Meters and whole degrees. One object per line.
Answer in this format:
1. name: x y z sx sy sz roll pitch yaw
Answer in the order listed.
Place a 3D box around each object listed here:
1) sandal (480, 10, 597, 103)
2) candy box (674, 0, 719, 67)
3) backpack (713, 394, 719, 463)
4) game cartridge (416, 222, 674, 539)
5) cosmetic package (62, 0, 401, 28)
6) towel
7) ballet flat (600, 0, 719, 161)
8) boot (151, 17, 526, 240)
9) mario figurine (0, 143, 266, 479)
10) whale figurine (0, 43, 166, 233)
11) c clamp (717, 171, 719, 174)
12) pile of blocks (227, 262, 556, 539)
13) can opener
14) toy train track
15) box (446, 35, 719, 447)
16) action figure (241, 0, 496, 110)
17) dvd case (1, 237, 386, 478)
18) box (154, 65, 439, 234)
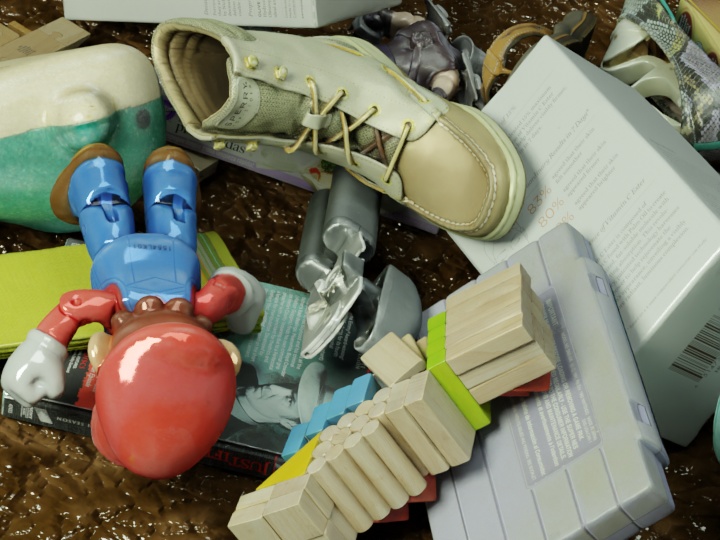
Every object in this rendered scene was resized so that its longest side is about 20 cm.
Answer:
1. sandal: 0.108 -0.131 1.503 0.054 0.082 0.200 24 24 6
2. candy box: 0.296 -0.112 1.594 0.115 0.056 0.200 -2 40 -17
3. backpack: 0.288 0.073 1.246 0.199 0.178 0.151 1 36 -18
4. game cartridge: 0.087 0.076 1.230 0.129 0.038 0.201 -29 41 16
5. cosmetic package: -0.085 -0.204 1.505 0.199 0.085 0.107 5 17 34
6. towel: -0.158 0.016 1.291 0.199 0.018 0.086 -7 37 -23
7. ballet flat: 0.199 -0.132 1.580 0.072 0.072 0.201 -1 31 -18
8. boot: -0.014 -0.081 1.330 0.154 0.072 0.200 6 26 -44
9. mario figurine: -0.117 0.032 1.234 0.123 0.106 0.201 -21 46 11
10. whale figurine: -0.195 -0.062 1.328 0.158 0.104 0.200 -4 14 40
11. c clamp: 0.171 -0.044 1.490 0.200 0.027 0.171 34 40 27
12. pile of blocks: 0.024 0.084 1.215 0.200 0.062 0.082 -38 26 -2
13. can opener: 0.000 0.000 1.341 0.067 0.053 0.200 34 21 -11
14. toy train track: -0.177 -0.103 1.466 0.199 0.033 0.115 31 33 15
15. box: 0.144 -0.018 1.344 0.097 0.125 0.200 23 22 -45
16. action figure: -0.001 -0.130 1.524 0.199 0.070 0.130 0 31 -23
17. dvd case: -0.082 0.051 1.295 0.199 0.022 0.146 12 37 1
18. box: -0.037 -0.078 1.444 0.199 0.039 0.042 20 34 -3
